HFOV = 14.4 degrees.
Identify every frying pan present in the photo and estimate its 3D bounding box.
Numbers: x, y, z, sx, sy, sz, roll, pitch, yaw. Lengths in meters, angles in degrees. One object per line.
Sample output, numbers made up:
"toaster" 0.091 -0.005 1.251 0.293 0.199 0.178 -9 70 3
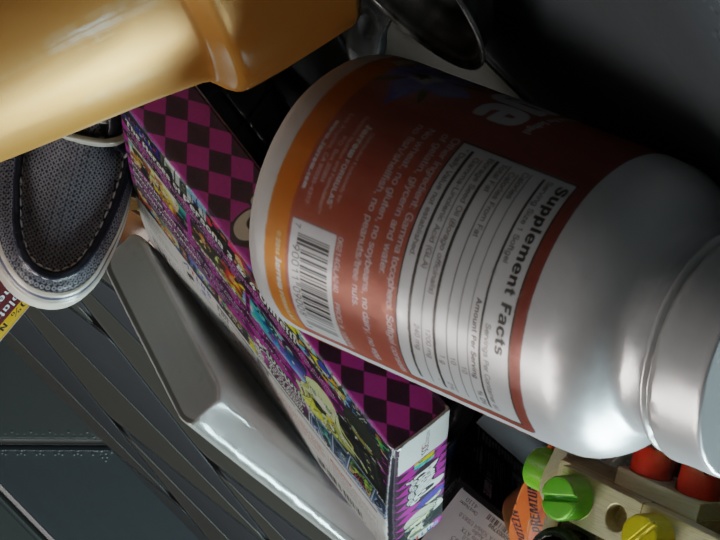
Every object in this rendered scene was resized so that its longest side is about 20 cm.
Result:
"frying pan" 0.019 -0.103 1.075 0.115 0.031 0.190 41 171 30

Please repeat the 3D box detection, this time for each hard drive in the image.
"hard drive" -0.039 0.076 1.402 0.200 0.026 0.132 42 -169 -42

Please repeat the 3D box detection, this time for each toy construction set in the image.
"toy construction set" 0.130 0.078 1.093 0.092 0.132 0.200 7 -166 -33

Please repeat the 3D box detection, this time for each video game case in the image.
"video game case" -0.033 0.021 1.272 0.200 0.036 0.181 52 169 17

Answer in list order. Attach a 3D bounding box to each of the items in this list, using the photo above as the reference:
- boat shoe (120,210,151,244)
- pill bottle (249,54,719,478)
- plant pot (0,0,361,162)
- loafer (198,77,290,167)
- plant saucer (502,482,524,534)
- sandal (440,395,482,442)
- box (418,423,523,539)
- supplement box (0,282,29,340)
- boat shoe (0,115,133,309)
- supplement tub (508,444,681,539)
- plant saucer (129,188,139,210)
"boat shoe" -0.093 -0.012 1.522 0.199 0.068 0.072 25 172 -16
"pill bottle" 0.065 0.000 1.034 0.199 0.112 0.112 23 158 34
"plant pot" -0.129 -0.127 1.053 0.201 0.183 0.200 55 173 10
"loafer" -0.090 -0.101 1.409 0.200 0.073 0.072 50 -175 14
"plant saucer" 0.154 0.162 1.348 0.200 0.038 0.200 38 -169 -8
"sandal" 0.035 0.052 1.499 0.048 0.076 0.200 13 179 -17
"box" 0.114 0.166 1.451 0.198 0.050 0.200 41 -174 -2
"supplement box" -0.240 -0.063 1.609 0.133 0.198 0.200 42 -175 15
"boat shoe" -0.125 -0.086 1.291 0.074 0.202 0.093 9 170 -14
"supplement tub" 0.162 0.142 1.184 0.200 0.123 0.123 38 166 37
"plant saucer" -0.156 -0.096 1.431 0.200 0.035 0.201 32 -153 -19
